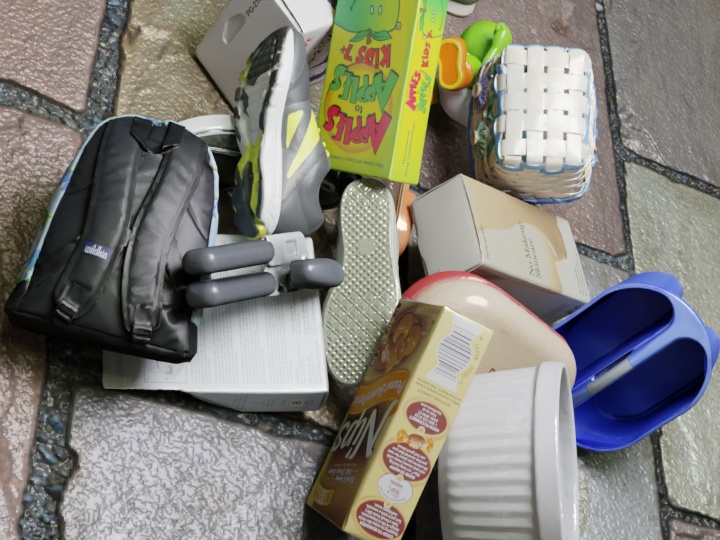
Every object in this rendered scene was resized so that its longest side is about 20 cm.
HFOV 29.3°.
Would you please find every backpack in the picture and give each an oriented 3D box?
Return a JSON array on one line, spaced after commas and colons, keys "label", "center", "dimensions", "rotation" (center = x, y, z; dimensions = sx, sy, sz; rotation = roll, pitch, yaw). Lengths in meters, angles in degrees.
[{"label": "backpack", "center": [-0.195, -0.032, 1.159], "dimensions": [0.161, 0.154, 0.203], "rotation": [12, 80, -8]}]

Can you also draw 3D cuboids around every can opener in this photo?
[{"label": "can opener", "center": [-0.081, -0.003, 1.164], "dimensions": [0.199, 0.066, 0.053], "rotation": [-9, 94, -62]}]

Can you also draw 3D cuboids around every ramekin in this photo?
[{"label": "ramekin", "center": [0.131, 0.181, 1.197], "dimensions": [0.103, 0.201, 0.202], "rotation": [-3, 52, 12]}]

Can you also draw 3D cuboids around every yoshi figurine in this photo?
[{"label": "yoshi figurine", "center": [0.116, -0.235, 1.541], "dimensions": [0.112, 0.113, 0.199], "rotation": [33, 20, 23]}]

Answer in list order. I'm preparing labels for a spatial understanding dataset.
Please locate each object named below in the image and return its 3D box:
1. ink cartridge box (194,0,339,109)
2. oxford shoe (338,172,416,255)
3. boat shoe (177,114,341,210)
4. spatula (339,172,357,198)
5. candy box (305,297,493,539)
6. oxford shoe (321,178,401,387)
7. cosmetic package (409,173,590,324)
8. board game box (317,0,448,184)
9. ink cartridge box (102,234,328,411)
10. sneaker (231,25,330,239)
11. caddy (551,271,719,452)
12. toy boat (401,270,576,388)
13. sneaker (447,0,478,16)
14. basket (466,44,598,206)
[{"label": "ink cartridge box", "center": [-0.051, -0.256, 1.410], "dimensions": [0.199, 0.145, 0.085], "rotation": [-29, 81, -43]}, {"label": "oxford shoe", "center": [0.018, -0.110, 1.417], "dimensions": [0.072, 0.071, 0.202], "rotation": [17, 52, -19]}, {"label": "boat shoe", "center": [-0.101, -0.098, 1.321], "dimensions": [0.198, 0.071, 0.064], "rotation": [7, 56, -34]}, {"label": "spatula", "center": [0.000, 0.000, 1.336], "dimensions": [0.056, 0.021, 0.203], "rotation": [-3, 77, -14]}, {"label": "candy box", "center": [0.031, 0.127, 1.169], "dimensions": [0.055, 0.115, 0.202], "rotation": [27, 83, -16]}, {"label": "oxford shoe", "center": [0.004, 0.014, 1.287], "dimensions": [0.074, 0.058, 0.203], "rotation": [2, 69, 5]}, {"label": "cosmetic package", "center": [0.145, -0.016, 1.402], "dimensions": [0.199, 0.071, 0.106], "rotation": [17, 53, -48]}, {"label": "board game box", "center": [0.019, -0.190, 1.308], "dimensions": [0.047, 0.101, 0.203], "rotation": [5, 96, -52]}, {"label": "ink cartridge box", "center": [-0.133, 0.044, 1.234], "dimensions": [0.197, 0.057, 0.164], "rotation": [0, 59, -12]}, {"label": "sneaker", "center": [-0.069, -0.123, 1.278], "dimensions": [0.084, 0.074, 0.203], "rotation": [11, 82, -36]}, {"label": "caddy", "center": [0.263, 0.092, 1.374], "dimensions": [0.142, 0.200, 0.105], "rotation": [54, 31, 5]}, {"label": "toy boat", "center": [0.105, 0.076, 1.329], "dimensions": [0.199, 0.131, 0.131], "rotation": [36, 3, -32]}, {"label": "sneaker", "center": [0.074, -0.364, 1.611], "dimensions": [0.198, 0.090, 0.068], "rotation": [10, 56, -30]}, {"label": "basket", "center": [0.182, -0.151, 1.456], "dimensions": [0.137, 0.200, 0.179], "rotation": [2, 77, 6]}]
